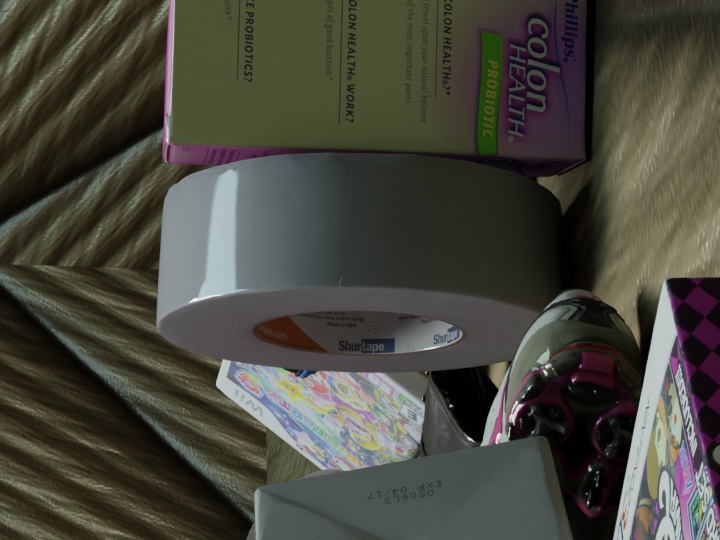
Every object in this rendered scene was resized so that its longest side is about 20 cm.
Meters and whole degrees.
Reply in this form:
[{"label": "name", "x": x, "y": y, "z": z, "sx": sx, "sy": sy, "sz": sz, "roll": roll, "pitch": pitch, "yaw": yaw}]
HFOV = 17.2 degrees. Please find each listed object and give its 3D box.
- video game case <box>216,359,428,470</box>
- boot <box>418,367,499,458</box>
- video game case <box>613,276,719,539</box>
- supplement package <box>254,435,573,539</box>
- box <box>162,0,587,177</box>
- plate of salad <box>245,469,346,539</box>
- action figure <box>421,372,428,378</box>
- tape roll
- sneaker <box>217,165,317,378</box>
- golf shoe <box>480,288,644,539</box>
[{"label": "video game case", "x": -0.022, "y": 0.076, "z": 1.495, "sx": 0.018, "sy": 0.143, "sz": 0.200, "roll": -50, "pitch": -8, "yaw": -23}, {"label": "boot", "x": 0.049, "y": 0.125, "z": 1.363, "sx": 0.200, "sy": 0.069, "sz": 0.175, "roll": -126, "pitch": 37, "yaw": -65}, {"label": "video game case", "x": 0.113, "y": 0.134, "z": 0.764, "sx": 0.201, "sy": 0.036, "sz": 0.182, "roll": -94, "pitch": 6, "yaw": -48}, {"label": "supplement package", "x": 0.036, "y": 0.187, "z": 0.924, "sx": 0.120, "sy": 0.121, "sz": 0.201, "roll": -98, "pitch": -3, "yaw": -60}, {"label": "box", "x": 0.006, "y": -0.139, "z": 1.150, "sx": 0.097, "sy": 0.199, "sz": 0.177, "roll": 148, "pitch": 123, "yaw": -84}, {"label": "plate of salad", "x": -0.016, "y": 0.224, "z": 1.467, "sx": 0.048, "sy": 0.200, "sz": 0.201, "roll": -12, "pitch": 71, "yaw": 40}, {"label": "action figure", "x": -0.015, "y": 0.036, "z": 1.508, "sx": 0.104, "sy": 0.193, "sz": 0.201, "roll": -27, "pitch": -35, "yaw": -45}, {"label": "tape roll", "x": 0.000, "y": 0.000, "z": 1.166, "sx": 0.200, "sy": 0.199, "sz": 0.067, "roll": 112, "pitch": 160, "yaw": -75}, {"label": "sneaker", "x": -0.039, "y": -0.041, "z": 1.304, "sx": 0.071, "sy": 0.082, "sz": 0.201, "roll": 166, "pitch": 103, "yaw": -78}, {"label": "golf shoe", "x": 0.079, "y": 0.104, "z": 1.002, "sx": 0.092, "sy": 0.072, "sz": 0.201, "roll": -85, "pitch": 9, "yaw": -64}]
